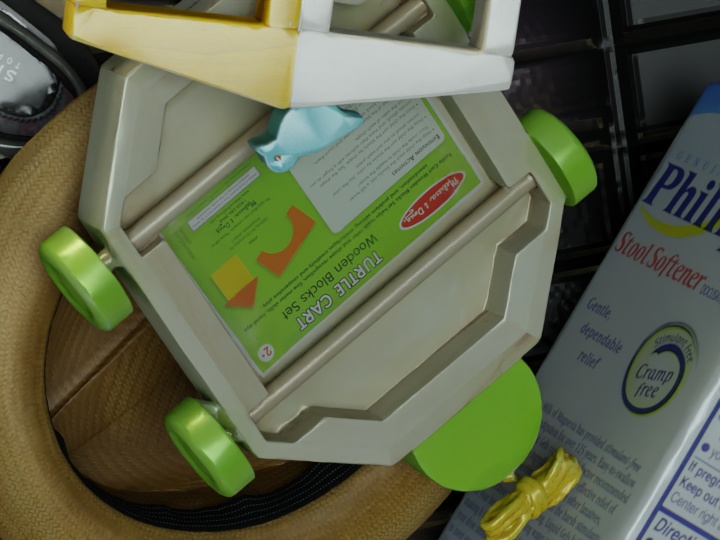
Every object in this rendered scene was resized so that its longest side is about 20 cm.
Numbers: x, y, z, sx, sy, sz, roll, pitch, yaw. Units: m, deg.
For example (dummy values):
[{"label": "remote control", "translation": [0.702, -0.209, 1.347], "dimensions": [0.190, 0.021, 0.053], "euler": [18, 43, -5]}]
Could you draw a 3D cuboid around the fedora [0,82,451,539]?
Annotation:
[{"label": "fedora", "translation": [-0.047, 0.014, 0.939], "dimensions": [0.199, 0.082, 0.202], "euler": [-4, 100, -22]}]

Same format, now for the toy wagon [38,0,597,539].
[{"label": "toy wagon", "translation": [0.000, 0.000, 0.886], "dimensions": [0.155, 0.040, 0.200], "euler": [-39, 116, -12]}]

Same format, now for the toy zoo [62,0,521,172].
[{"label": "toy zoo", "translation": [-0.011, -0.127, 0.813], "dimensions": [0.130, 0.020, 0.201], "euler": [6, 101, -15]}]

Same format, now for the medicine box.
[{"label": "medicine box", "translation": [0.155, 0.071, 0.968], "dimensions": [0.182, 0.103, 0.201], "euler": [31, 90, -26]}]

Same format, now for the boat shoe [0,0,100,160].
[{"label": "boat shoe", "translation": [-0.170, -0.090, 0.914], "dimensions": [0.199, 0.057, 0.067], "euler": [26, 92, -14]}]
